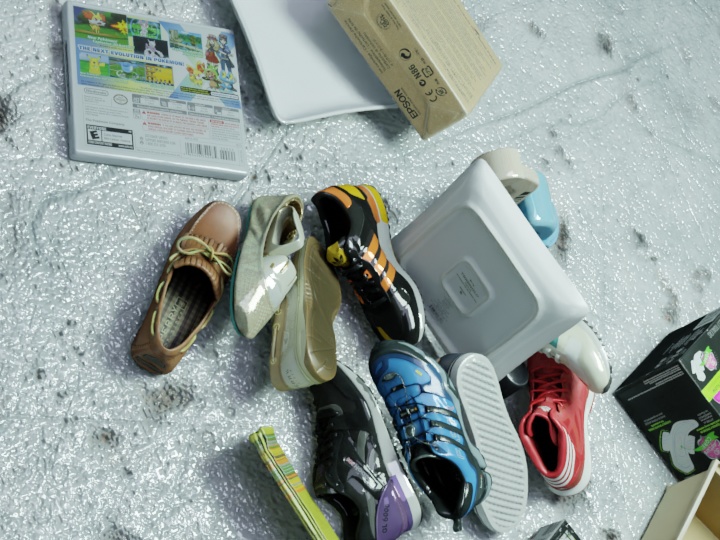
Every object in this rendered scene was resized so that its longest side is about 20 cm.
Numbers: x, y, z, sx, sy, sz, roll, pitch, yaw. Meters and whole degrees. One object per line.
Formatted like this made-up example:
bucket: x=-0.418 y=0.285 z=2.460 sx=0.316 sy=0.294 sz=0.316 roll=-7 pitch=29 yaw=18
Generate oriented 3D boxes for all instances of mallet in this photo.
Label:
mallet: x=0.175 y=0.078 z=1.659 sx=0.041 sy=0.066 sz=0.200 roll=40 pitch=38 yaw=-14

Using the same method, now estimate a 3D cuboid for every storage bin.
storage bin: x=0.407 y=0.365 z=1.629 sx=0.199 sy=0.094 sz=0.200 roll=44 pitch=52 yaw=-7

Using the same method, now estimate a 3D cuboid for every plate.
plate: x=0.121 y=0.015 z=1.534 sx=0.032 sy=0.200 sz=0.200 roll=-27 pitch=79 yaw=-46
plate: x=-0.055 y=-0.265 z=1.661 sx=0.199 sy=0.032 sz=0.201 roll=-13 pitch=75 yaw=-37

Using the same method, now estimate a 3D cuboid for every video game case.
video game case: x=-0.221 y=-0.192 z=1.538 sx=0.199 sy=0.022 sz=0.184 roll=5 pitch=65 yaw=-30

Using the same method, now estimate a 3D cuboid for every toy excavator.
toy excavator: x=0.170 y=-0.080 z=1.620 sx=0.193 sy=0.200 sz=0.101 roll=1 pitch=66 yaw=-33

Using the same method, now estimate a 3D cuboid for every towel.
towel: x=-0.044 y=0.240 z=1.408 sx=0.018 sy=0.086 sz=0.201 roll=-34 pitch=84 yaw=4

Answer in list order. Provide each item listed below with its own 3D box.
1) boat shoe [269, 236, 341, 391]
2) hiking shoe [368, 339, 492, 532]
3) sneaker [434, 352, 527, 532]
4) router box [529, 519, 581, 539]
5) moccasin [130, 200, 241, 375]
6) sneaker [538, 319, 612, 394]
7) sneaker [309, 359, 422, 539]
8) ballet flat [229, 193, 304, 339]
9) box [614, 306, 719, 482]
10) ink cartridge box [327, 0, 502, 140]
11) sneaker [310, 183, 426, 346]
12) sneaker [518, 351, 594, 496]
boat shoe: x=-0.065 y=0.044 z=1.489 sx=0.074 sy=0.066 sz=0.201 roll=51 pitch=25 yaw=-31
hiking shoe: x=0.070 y=0.162 z=1.462 sx=0.201 sy=0.074 sz=0.087 roll=58 pitch=21 yaw=-1
sneaker: x=0.123 y=0.183 z=1.551 sx=0.078 sy=0.079 sz=0.202 roll=-20 pitch=101 yaw=-34
router box: x=0.197 y=0.386 z=1.510 sx=0.149 sy=0.051 sz=0.200 roll=52 pitch=52 yaw=-3
moccasin: x=-0.169 y=0.008 z=1.438 sx=0.073 sy=0.078 sz=0.202 roll=37 pitch=53 yaw=-12
sneaker: x=0.195 y=0.068 z=1.587 sx=0.093 sy=0.070 sz=0.200 roll=-30 pitch=69 yaw=-12
sneaker: x=-0.016 y=0.188 z=1.458 sx=0.087 sy=0.076 sz=0.201 roll=-23 pitch=81 yaw=-32
ballet flat: x=-0.092 y=-0.014 z=1.472 sx=0.201 sy=0.062 sz=0.068 roll=-86 pitch=158 yaw=-46
box: x=0.437 y=0.169 z=1.721 sx=0.148 sy=0.124 sz=0.201 roll=-37 pitch=91 yaw=-38
ink cartridge box: x=0.068 y=-0.277 z=1.684 sx=0.201 sy=0.075 sz=0.165 roll=54 pitch=32 yaw=-11
sneaker: x=0.000 y=0.000 z=1.545 sx=0.090 sy=0.070 sz=0.201 roll=-1 pitch=66 yaw=-47
sneaker: x=0.217 y=0.142 z=1.592 sx=0.116 sy=0.078 sz=0.201 roll=46 pitch=33 yaw=-63
